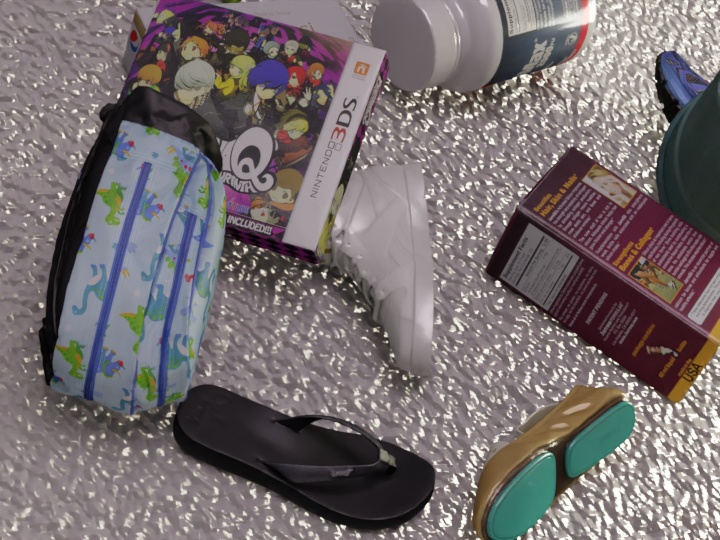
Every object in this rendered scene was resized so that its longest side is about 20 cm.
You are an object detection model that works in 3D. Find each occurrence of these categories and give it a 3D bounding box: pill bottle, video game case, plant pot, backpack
[{"bbox_3d":[0.112,-0.231,1.576,0.199,0.120,0.120,-20,59,-35],"label":"pill bottle"},{"bbox_3d":[-0.097,-0.116,1.356,0.198,0.036,0.183,17,72,11],"label":"video game case"},{"bbox_3d":[0.367,-0.113,1.465,0.198,0.196,0.202,-1,73,2],"label":"plant pot"},{"bbox_3d":[-0.162,0.001,1.214,0.153,0.163,0.201,29,62,-3],"label":"backpack"}]

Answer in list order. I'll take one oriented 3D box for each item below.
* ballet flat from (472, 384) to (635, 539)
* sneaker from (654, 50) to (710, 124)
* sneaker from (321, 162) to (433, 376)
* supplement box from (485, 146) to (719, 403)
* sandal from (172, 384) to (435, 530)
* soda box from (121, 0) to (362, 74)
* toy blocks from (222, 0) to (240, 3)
[{"bbox_3d":[0.133,0.145,1.290,0.063,0.069,0.199,19,33,37],"label":"ballet flat"},{"bbox_3d":[0.355,-0.137,1.610,0.078,0.075,0.200,-41,78,-6],"label":"sneaker"},{"bbox_3d":[0.000,0.000,1.360,0.114,0.074,0.201,-1,51,-6],"label":"sneaker"},{"bbox_3d":[0.221,0.002,1.430,0.199,0.086,0.110,35,45,10],"label":"supplement box"},{"bbox_3d":[-0.038,0.133,1.228,0.198,0.043,0.077,18,45,-7],"label":"sandal"},{"bbox_3d":[-0.103,-0.190,1.485,0.198,0.064,0.068,-9,53,-29],"label":"soda box"},{"bbox_3d":[-0.178,-0.346,1.545,0.199,0.137,0.100,35,45,11],"label":"toy blocks"}]
